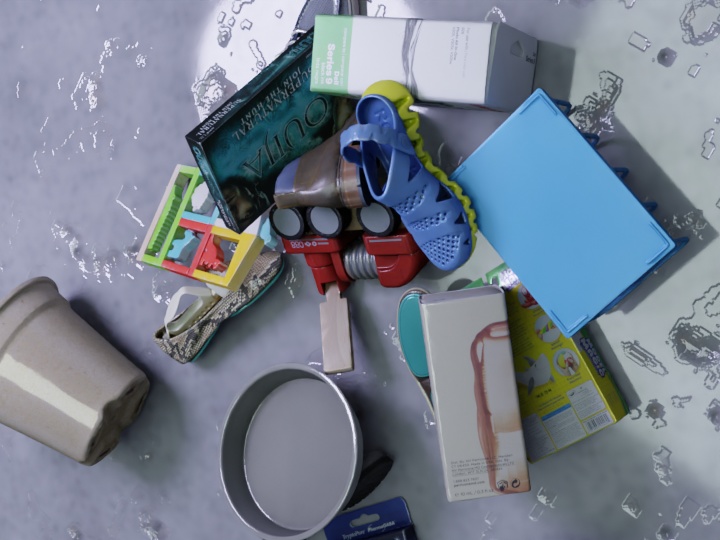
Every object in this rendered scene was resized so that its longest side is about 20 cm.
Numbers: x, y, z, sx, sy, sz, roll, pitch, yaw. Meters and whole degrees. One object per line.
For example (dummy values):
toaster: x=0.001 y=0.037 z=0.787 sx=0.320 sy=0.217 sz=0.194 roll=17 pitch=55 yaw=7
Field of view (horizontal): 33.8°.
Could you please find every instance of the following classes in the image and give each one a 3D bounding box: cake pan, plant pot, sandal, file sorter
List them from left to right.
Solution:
plant pot: x=-0.373 y=0.139 z=1.477 sx=0.183 sy=0.200 sz=0.201 roll=31 pitch=107 yaw=9
cake pan: x=-0.077 y=0.207 z=1.347 sx=0.199 sy=0.037 sz=0.202 roll=-8 pitch=76 yaw=34
sandal: x=0.041 y=-0.084 z=1.166 sx=0.079 sy=0.087 sz=0.201 roll=-30 pitch=93 yaw=45
file sorter: x=0.211 y=-0.059 z=1.193 sx=0.139 sy=0.123 sz=0.200 roll=-44 pitch=75 yaw=22

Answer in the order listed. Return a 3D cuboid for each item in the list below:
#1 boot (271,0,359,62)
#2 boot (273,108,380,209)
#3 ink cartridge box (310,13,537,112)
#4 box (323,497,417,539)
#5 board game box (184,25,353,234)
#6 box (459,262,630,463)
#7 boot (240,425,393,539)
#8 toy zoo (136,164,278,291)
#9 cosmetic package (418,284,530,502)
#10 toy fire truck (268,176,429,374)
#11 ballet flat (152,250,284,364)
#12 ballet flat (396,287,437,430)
boot: x=-0.061 y=-0.238 z=1.334 sx=0.072 sy=0.090 sz=0.201 roll=16 pitch=101 yaw=25
boot: x=-0.033 y=-0.125 z=1.269 sx=0.096 sy=0.200 sz=0.075 roll=-9 pitch=117 yaw=11
ink cartridge box: x=0.068 y=-0.216 z=1.240 sx=0.199 sy=0.146 sz=0.085 roll=9 pitch=97 yaw=26
box: x=0.027 y=0.374 z=1.369 sx=0.121 sy=0.032 sz=0.201 roll=-22 pitch=83 yaw=26
board game box: x=-0.090 y=-0.151 z=1.277 sx=0.028 sy=0.136 sz=0.200 roll=27 pitch=61 yaw=36
box: x=0.184 y=0.089 z=1.255 sx=0.117 sy=0.048 sz=0.201 roll=-32 pitch=81 yaw=32
boot: x=-0.068 y=0.232 z=1.389 sx=0.200 sy=0.070 sz=0.132 roll=-37 pitch=69 yaw=16
toy zoo: x=-0.171 y=-0.051 z=1.388 sx=0.199 sy=0.020 sz=0.132 roll=15 pitch=79 yaw=41
cosmetic package: x=0.115 y=0.121 z=1.205 sx=0.087 sy=0.103 sz=0.201 roll=-8 pitch=95 yaw=3
toy fire truck: x=0.000 y=0.000 z=1.320 sx=0.175 sy=0.129 sz=0.201 roll=-1 pitch=118 yaw=31
ballet flat: x=-0.179 y=0.036 z=1.418 sx=0.200 sy=0.075 sz=0.068 roll=-43 pitch=30 yaw=24
ballet flat: x=0.092 y=0.111 z=1.294 sx=0.069 sy=0.069 sz=0.201 roll=-15 pitch=93 yaw=26
